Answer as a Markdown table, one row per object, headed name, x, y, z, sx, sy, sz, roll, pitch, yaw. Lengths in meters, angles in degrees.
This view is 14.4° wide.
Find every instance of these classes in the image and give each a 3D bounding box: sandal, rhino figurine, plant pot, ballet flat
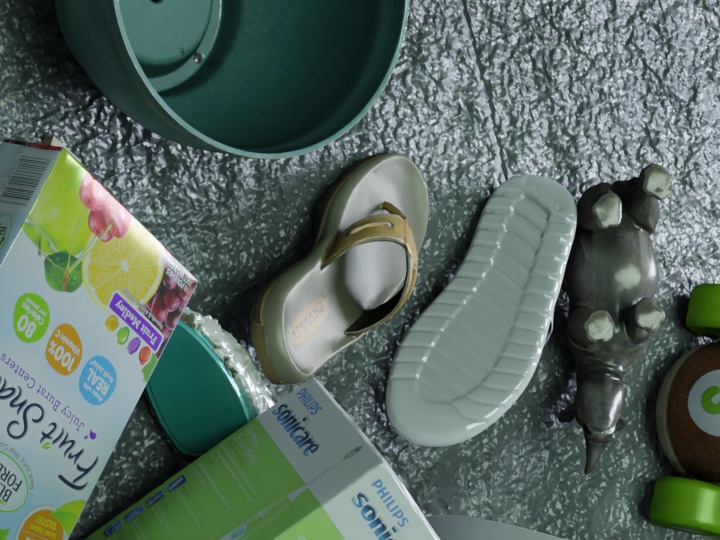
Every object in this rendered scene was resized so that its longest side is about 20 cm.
| name | x | y | z | sx | sy | sz | roll | pitch | yaw |
| --- | --- | --- | --- | --- | --- | --- | --- | --- | --- |
| sandal | 0.000 | 0.000 | 1.706 | 0.200 | 0.054 | 0.080 | -51 | 123 | -47 |
| rhino figurine | 0.161 | 0.032 | 1.832 | 0.060 | 0.087 | 0.200 | 7 | 86 | -7 |
| plant pot | -0.091 | -0.160 | 1.608 | 0.200 | 0.134 | 0.200 | 1 | 88 | -37 |
| sandal | 0.084 | 0.032 | 1.789 | 0.203 | 0.082 | 0.050 | -59 | 164 | -23 |
| ballet flat | -0.070 | 0.098 | 1.676 | 0.072 | 0.072 | 0.200 | -39 | 114 | -31 |

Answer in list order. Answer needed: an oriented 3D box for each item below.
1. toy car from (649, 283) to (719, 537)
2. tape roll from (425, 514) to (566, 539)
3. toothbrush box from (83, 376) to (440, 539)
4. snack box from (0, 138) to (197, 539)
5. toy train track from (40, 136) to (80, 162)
| name | x | y | z | sx | sy | sz | roll | pitch | yaw |
| --- | --- | --- | --- | --- | --- | --- | --- | --- | --- |
| toy car | 0.309 | 0.103 | 1.868 | 0.158 | 0.200 | 0.164 | 19 | 78 | -36 |
| tape roll | 0.107 | 0.246 | 1.713 | 0.203 | 0.203 | 0.139 | 30 | 72 | -33 |
| toothbrush box | -0.067 | 0.167 | 1.574 | 0.200 | 0.146 | 0.086 | -37 | 113 | -4 |
| snack box | -0.182 | 0.050 | 1.546 | 0.142 | 0.053 | 0.200 | 47 | 62 | -44 |
| toy train track | -0.212 | 0.010 | 1.579 | 0.115 | 0.033 | 0.200 | 43 | 66 | -29 |
